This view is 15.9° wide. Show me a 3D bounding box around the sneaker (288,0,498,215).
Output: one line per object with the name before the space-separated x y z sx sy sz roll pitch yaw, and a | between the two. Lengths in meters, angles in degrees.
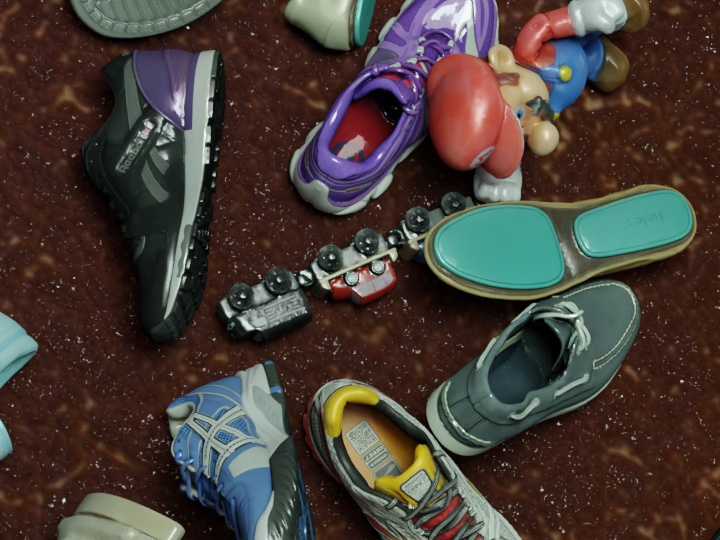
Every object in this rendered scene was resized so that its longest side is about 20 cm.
sneaker | 0.033 -0.121 1.716 0.081 0.083 0.200 35 69 0

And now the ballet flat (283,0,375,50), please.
ballet flat | -0.003 -0.246 1.762 0.069 0.069 0.201 21 71 -5

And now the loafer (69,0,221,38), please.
loafer | -0.106 -0.220 1.733 0.200 0.070 0.075 -28 107 -8

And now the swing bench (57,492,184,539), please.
swing bench | -0.136 0.263 1.536 0.200 0.130 0.199 33 71 -2

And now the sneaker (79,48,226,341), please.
sneaker | -0.141 -0.049 1.673 0.087 0.076 0.201 4 68 4

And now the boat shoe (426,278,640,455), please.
boat shoe | 0.126 0.055 1.669 0.200 0.062 0.073 -31 81 -40

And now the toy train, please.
toy train | 0.000 0.000 1.697 0.200 0.034 0.046 -24 81 -18

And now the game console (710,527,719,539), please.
game console | 0.333 0.192 1.666 0.176 0.116 0.200 42 69 3

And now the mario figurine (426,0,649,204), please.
mario figurine | 0.127 -0.114 1.701 0.200 0.106 0.124 -36 117 -41

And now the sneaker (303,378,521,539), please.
sneaker | 0.037 0.151 1.629 0.078 0.082 0.200 -44 86 -8

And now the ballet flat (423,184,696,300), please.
ballet flat | 0.128 -0.012 1.709 0.199 0.063 0.069 -7 75 -21

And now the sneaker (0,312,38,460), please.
sneaker | -0.260 0.110 1.586 0.082 0.074 0.200 24 70 -1

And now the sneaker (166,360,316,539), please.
sneaker | -0.073 0.131 1.584 0.077 0.200 0.076 -13 117 -4
